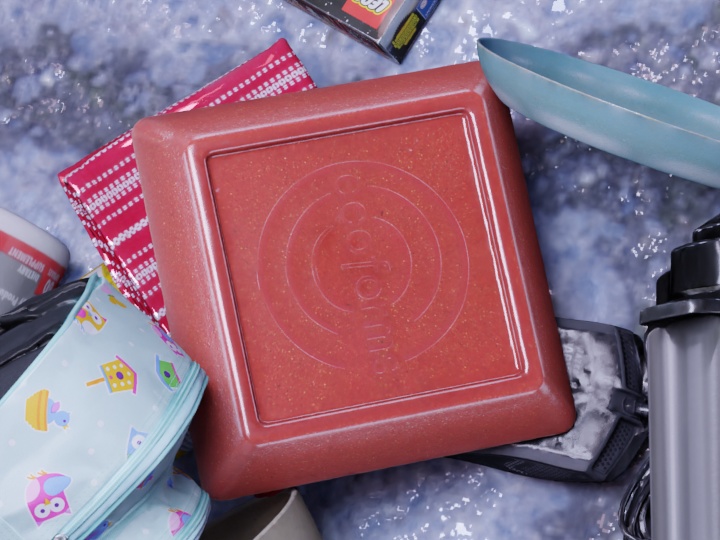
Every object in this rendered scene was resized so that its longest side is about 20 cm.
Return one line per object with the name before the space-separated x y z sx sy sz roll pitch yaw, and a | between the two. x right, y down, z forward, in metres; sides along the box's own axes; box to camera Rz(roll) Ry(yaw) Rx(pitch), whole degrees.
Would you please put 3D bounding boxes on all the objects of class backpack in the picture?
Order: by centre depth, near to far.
backpack | -0.156 0.106 1.425 0.153 0.176 0.200 36 100 -3

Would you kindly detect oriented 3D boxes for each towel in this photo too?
towel | -0.047 0.000 1.526 0.144 0.022 0.200 -31 88 -7

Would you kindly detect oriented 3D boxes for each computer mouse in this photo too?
computer mouse | 0.093 0.073 1.557 0.199 0.053 0.139 15 78 12

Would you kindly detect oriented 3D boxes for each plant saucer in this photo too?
plant saucer | 0.149 -0.073 1.500 0.200 0.200 0.028 24 100 25
plant saucer | 0.000 0.000 1.501 0.199 0.037 0.201 -10 82 -12

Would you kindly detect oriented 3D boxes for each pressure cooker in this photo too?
pressure cooker | 0.226 0.063 1.432 0.178 0.176 0.201 -2 79 10

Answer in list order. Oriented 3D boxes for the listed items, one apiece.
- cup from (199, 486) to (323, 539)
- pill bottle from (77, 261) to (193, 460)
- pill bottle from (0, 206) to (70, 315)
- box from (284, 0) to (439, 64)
cup | -0.074 0.225 1.509 0.200 0.200 0.143 -35 94 8
pill bottle | -0.066 0.013 1.598 0.200 0.111 0.111 -34 65 7
pill bottle | -0.253 0.054 1.657 0.114 0.114 0.201 22 83 25
box | -0.023 -0.223 1.693 0.200 0.040 0.137 32 86 26
